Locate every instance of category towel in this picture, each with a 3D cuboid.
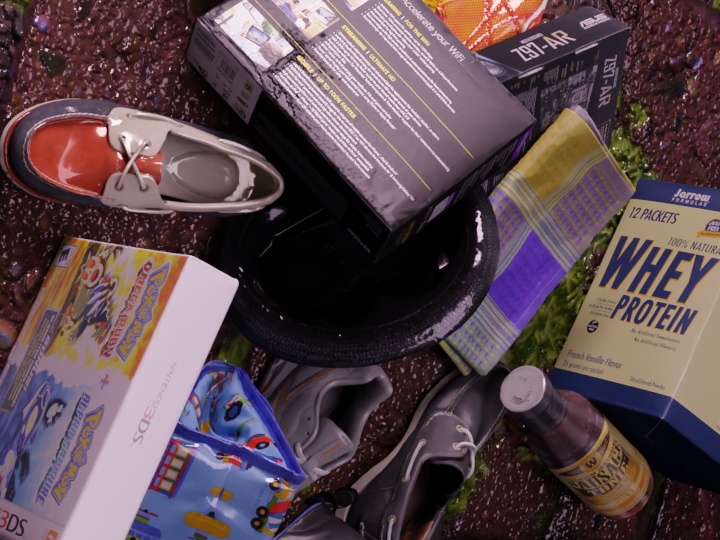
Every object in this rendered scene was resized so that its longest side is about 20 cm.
[{"bbox_3d":[0.126,-0.020,1.524,0.200,0.023,0.144,-49,145,-7],"label":"towel"}]

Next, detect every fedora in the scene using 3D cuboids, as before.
[{"bbox_3d":[0.000,0.000,1.423,0.201,0.200,0.092,-54,160,-19],"label":"fedora"}]

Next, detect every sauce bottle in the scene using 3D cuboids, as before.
[{"bbox_3d":[0.172,0.138,1.625,0.200,0.066,0.066,40,72,-47],"label":"sauce bottle"}]

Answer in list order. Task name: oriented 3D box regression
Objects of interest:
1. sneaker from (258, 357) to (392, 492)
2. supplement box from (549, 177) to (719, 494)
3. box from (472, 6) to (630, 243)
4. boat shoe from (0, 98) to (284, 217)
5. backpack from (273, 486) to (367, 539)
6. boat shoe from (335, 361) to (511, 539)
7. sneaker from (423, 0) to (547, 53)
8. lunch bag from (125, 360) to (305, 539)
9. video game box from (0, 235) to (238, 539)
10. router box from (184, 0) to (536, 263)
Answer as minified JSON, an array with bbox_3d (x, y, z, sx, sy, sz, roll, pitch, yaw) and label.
[{"bbox_3d":[-0.056,0.130,1.426,0.201,0.092,0.076,-54,127,-19],"label":"sneaker"},{"bbox_3d":[0.295,0.062,1.688,0.200,0.134,0.201,36,75,-39],"label":"supplement box"},{"bbox_3d":[0.123,-0.084,1.525,0.160,0.043,0.201,-26,136,-34],"label":"box"},{"bbox_3d":[-0.143,-0.070,1.334,0.199,0.062,0.072,9,94,-40],"label":"boat shoe"},{"bbox_3d":[-0.048,0.285,1.413,0.199,0.154,0.191,-32,151,-30],"label":"backpack"},{"bbox_3d":[0.065,0.147,1.551,0.200,0.067,0.072,-48,124,-28],"label":"boat shoe"},{"bbox_3d":[0.075,-0.185,1.493,0.200,0.073,0.077,-51,125,-23],"label":"sneaker"},{"bbox_3d":[-0.118,0.147,1.316,0.094,0.200,0.151,24,101,-14],"label":"lunch bag"},{"bbox_3d":[-0.173,0.081,1.255,0.047,0.182,0.201,30,78,-34],"label":"video game box"},{"bbox_3d":[0.000,-0.124,1.376,0.149,0.051,0.200,-36,78,-29],"label":"router box"}]
